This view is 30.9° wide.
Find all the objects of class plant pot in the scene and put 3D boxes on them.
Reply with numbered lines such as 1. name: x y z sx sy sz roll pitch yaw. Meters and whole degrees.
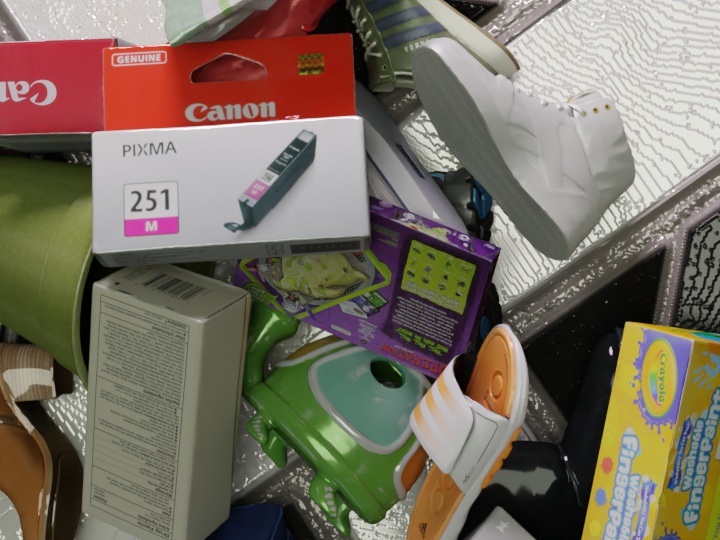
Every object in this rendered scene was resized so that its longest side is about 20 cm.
1. plant pot: -0.248 -0.015 1.076 0.188 0.200 0.202 17 95 23

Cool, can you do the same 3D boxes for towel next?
1. towel: -0.064 -0.242 0.992 0.199 0.153 0.024 -31 113 3

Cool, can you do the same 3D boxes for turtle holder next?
1. turtle holder: -0.021 0.112 1.060 0.132 0.141 0.185 -44 52 -9

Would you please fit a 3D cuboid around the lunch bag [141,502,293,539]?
1. lunch bag: -0.117 0.270 1.047 0.134 0.200 0.134 -12 108 9

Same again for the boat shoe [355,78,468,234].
1. boat shoe: 0.008 -0.081 1.037 0.066 0.072 0.201 -42 72 19

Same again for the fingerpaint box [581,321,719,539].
1. fingerpaint box: 0.259 0.149 0.983 0.165 0.073 0.202 7 95 -34

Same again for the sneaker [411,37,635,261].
1. sneaker: 0.133 -0.120 1.025 0.115 0.074 0.201 -43 102 -22

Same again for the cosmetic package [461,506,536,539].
1. cosmetic package: 0.086 0.277 1.006 0.107 0.200 0.090 41 55 9

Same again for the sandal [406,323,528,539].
1. sandal: 0.062 0.135 0.965 0.059 0.079 0.208 12 113 -23

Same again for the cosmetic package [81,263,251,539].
1. cosmetic package: -0.151 0.104 1.005 0.103 0.073 0.202 18 115 22

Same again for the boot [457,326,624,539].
1. boot: 0.146 0.147 1.046 0.160 0.073 0.201 -2 99 6

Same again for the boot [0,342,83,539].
1. boot: -0.329 0.164 1.136 0.153 0.077 0.203 -7 88 9

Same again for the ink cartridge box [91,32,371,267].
1. ink cartridge box: -0.095 -0.096 0.950 0.197 0.044 0.176 -4 75 -1

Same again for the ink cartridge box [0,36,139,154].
1. ink cartridge box: -0.274 -0.142 1.065 0.198 0.176 0.085 0 92 10

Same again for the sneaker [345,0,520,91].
1. sneaker: 0.026 -0.190 1.060 0.199 0.067 0.090 36 93 4

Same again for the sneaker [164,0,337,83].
1. sneaker: -0.062 -0.164 1.036 0.199 0.078 0.116 -27 93 19

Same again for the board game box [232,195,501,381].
1. board game box: 0.000 0.000 0.998 0.198 0.032 0.121 23 120 13

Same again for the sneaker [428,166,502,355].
1. sneaker: 0.069 0.019 1.068 0.081 0.073 0.203 -4 84 24
